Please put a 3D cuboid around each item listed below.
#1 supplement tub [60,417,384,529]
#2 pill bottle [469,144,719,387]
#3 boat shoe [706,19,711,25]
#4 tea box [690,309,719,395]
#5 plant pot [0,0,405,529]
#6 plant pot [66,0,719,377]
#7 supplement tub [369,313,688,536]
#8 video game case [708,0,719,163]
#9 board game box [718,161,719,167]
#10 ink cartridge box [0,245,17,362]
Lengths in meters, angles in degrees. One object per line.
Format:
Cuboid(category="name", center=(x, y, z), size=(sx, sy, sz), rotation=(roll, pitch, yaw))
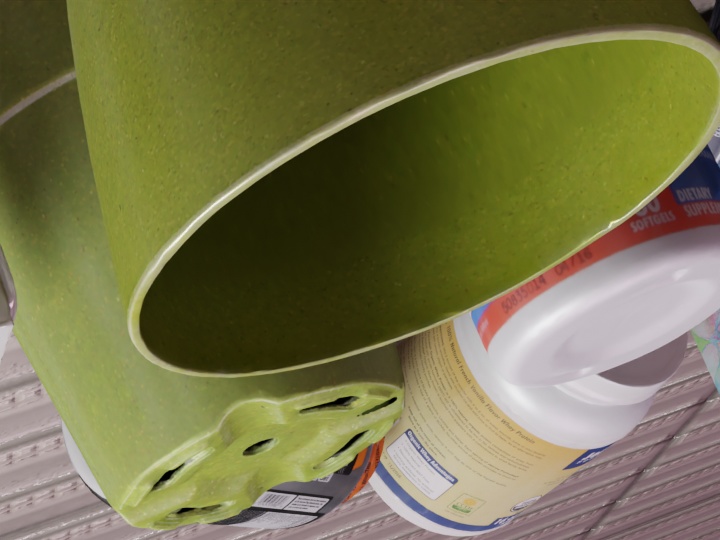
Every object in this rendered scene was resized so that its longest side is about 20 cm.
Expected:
Cuboid(category="supplement tub", center=(-0.070, 0.084, 1.123), size=(0.122, 0.123, 0.200), rotation=(-31, 160, 18))
Cuboid(category="pill bottle", center=(0.066, -0.066, 0.778), size=(0.111, 0.201, 0.112), rotation=(-21, 161, -8))
Cuboid(category="boat shoe", center=(0.147, -0.077, 1.034), size=(0.199, 0.075, 0.073), rotation=(-15, 159, -21))
Cuboid(category="tea box", center=(0.342, 0.035, 1.361), size=(0.199, 0.198, 0.134), rotation=(-5, 154, -45))
Cuboid(category="plant pot", center=(-0.070, -0.008, 0.788), size=(0.199, 0.191, 0.200), rotation=(-22, 161, -8))
Cuboid(category="plant pot", center=(-0.015, -0.101, 0.595), size=(0.186, 0.201, 0.187), rotation=(-20, 160, -8))
Cuboid(category="supplement tub", center=(0.096, 0.064, 1.229), size=(0.144, 0.145, 0.200), rotation=(-8, 155, -38))
Cuboid(category="video game case", center=(0.179, -0.134, 0.857), size=(0.019, 0.144, 0.200), rotation=(19, 155, 1))
Cuboid(category="board game box", center=(0.235, -0.113, 0.937), size=(0.200, 0.047, 0.151), rotation=(-53, 171, -24))
Cuboid(category="ink cartridge box", center=(-0.234, -0.007, 0.662), size=(0.199, 0.148, 0.083), rotation=(-14, 159, -24))
